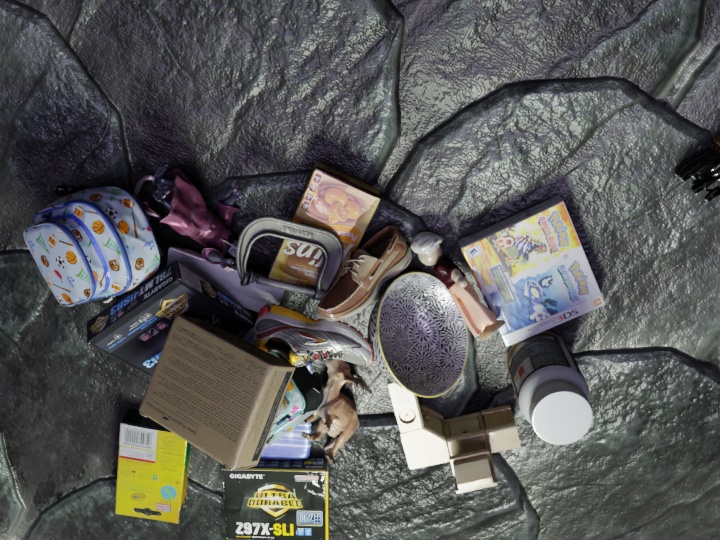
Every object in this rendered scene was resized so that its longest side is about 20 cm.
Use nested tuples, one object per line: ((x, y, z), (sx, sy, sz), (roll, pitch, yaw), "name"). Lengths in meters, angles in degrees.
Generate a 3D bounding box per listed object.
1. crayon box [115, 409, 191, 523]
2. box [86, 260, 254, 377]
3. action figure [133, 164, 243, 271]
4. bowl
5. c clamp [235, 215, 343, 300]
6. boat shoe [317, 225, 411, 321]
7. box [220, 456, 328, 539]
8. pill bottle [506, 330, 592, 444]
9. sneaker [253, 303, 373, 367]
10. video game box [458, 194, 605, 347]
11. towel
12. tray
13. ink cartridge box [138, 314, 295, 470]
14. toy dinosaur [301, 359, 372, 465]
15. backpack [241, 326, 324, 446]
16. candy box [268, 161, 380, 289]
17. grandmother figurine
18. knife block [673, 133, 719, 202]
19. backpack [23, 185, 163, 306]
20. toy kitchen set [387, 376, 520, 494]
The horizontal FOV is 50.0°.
((-0.384, 0.365, 1.429), (0.125, 0.051, 0.202), (10, 110, -2), "crayon box")
((-0.310, 0.095, 1.277), (0.199, 0.050, 0.198), (-32, 137, 13), "box")
((-0.258, -0.067, 1.232), (0.148, 0.135, 0.200), (-10, 140, 38), "action figure")
((0.077, 0.110, 1.274), (0.094, 0.201, 0.201), (-17, 116, 50), "bowl")
((-0.111, 0.004, 1.218), (0.198, 0.027, 0.172), (19, 108, -23), "c clamp")
((0.000, 0.000, 1.219), (0.075, 0.200, 0.072), (14, 137, 41), "boat shoe")
((-0.157, 0.428, 1.448), (0.197, 0.049, 0.162), (2, 113, 1), "box")
((0.308, 0.189, 1.260), (0.115, 0.200, 0.118), (1, 111, 2), "pill bottle")
((-0.076, 0.122, 1.221), (0.198, 0.083, 0.078), (13, 144, 6), "sneaker")
((0.283, 0.004, 1.274), (0.181, 0.047, 0.201), (-26, 108, 9), "video game box")
((-0.160, 0.253, 1.394), (0.143, 0.024, 0.202), (3, 111, 0), "towel")
((-0.225, 0.015, 1.287), (0.198, 0.022, 0.108), (20, 147, -6), "tray")
((-0.219, 0.181, 1.174), (0.198, 0.075, 0.166), (23, 92, 26), "ink cartridge box")
((-0.034, 0.250, 1.364), (0.085, 0.135, 0.202), (27, 142, 34), "toy dinosaur")
((-0.186, 0.210, 1.284), (0.200, 0.153, 0.177), (-41, 76, 23), "backpack")
((-0.060, -0.060, 1.254), (0.114, 0.055, 0.202), (23, 109, -9), "candy box")
((0.153, 0.020, 1.250), (0.060, 0.121, 0.201), (-37, 83, -11), "grandmother figurine")
((0.591, -0.191, 1.189), (0.064, 0.175, 0.200), (52, 59, -17), "knife block")
((-0.410, -0.040, 1.201), (0.189, 0.154, 0.202), (-14, 112, 33), "backpack")
((0.160, 0.252, 1.308), (0.198, 0.163, 0.182), (-13, 110, 6), "toy kitchen set")
